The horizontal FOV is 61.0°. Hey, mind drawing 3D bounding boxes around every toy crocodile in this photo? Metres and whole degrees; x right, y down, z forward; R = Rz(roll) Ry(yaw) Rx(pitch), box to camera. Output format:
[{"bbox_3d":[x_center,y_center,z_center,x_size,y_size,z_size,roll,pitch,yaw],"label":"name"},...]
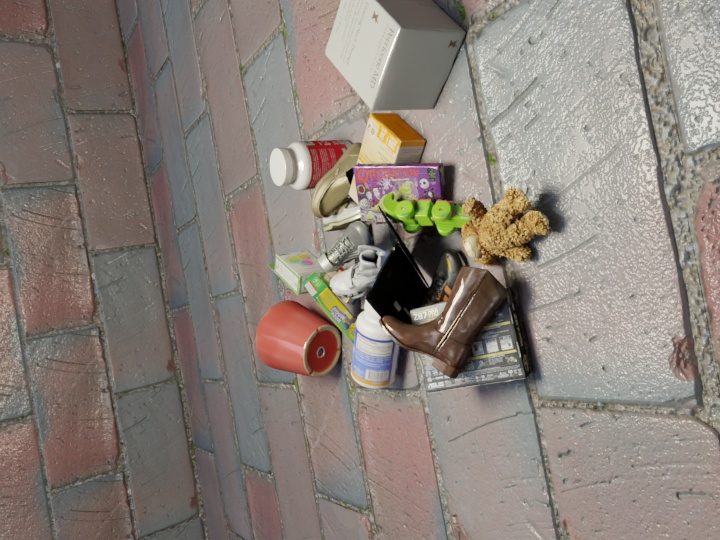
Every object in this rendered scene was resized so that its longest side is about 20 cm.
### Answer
[{"bbox_3d":[0.132,-0.113,1.190,0.196,0.068,0.063,6,65,29],"label":"toy crocodile"}]

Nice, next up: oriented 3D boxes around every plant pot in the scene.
[{"bbox_3d":[-0.159,0.198,1.673,0.175,0.198,0.206,15,111,43],"label":"plant pot"}]

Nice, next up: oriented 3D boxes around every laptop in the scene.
[{"bbox_3d":[0.061,0.007,1.230,0.102,0.178,0.202,14,66,40],"label":"laptop"}]

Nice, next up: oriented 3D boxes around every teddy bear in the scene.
[{"bbox_3d":[0.239,-0.068,1.062,0.198,0.067,0.146,-11,125,50],"label":"teddy bear"}]

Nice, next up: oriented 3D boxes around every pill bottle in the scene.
[{"bbox_3d":[-0.112,-0.252,1.464,0.111,0.197,0.115,19,114,52],"label":"pill bottle"},{"bbox_3d":[0.040,0.158,1.412,0.112,0.110,0.205,34,125,48],"label":"pill bottle"}]

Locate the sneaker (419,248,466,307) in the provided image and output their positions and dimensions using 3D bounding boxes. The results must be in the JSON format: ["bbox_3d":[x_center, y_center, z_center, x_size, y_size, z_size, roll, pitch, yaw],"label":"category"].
[{"bbox_3d":[0.158,0.059,1.223,0.070,0.088,0.205,29,121,50],"label":"sneaker"}]

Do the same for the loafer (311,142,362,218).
[{"bbox_3d":[-0.043,-0.203,1.423,0.202,0.075,0.067,-56,46,10],"label":"loafer"}]

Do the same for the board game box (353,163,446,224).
[{"bbox_3d":[0.081,-0.158,1.254,0.196,0.032,0.123,5,112,31],"label":"board game box"}]

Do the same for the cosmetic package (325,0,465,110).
[{"bbox_3d":[0.062,-0.438,1.180,0.201,0.163,0.169,56,139,31],"label":"cosmetic package"}]

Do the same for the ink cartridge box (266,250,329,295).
[{"bbox_3d":[-0.174,-0.008,1.709,0.199,0.102,0.061,37,127,47],"label":"ink cartridge box"}]

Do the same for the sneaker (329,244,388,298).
[{"bbox_3d":[0.000,0.000,1.347,0.196,0.115,0.077,-10,59,28],"label":"sneaker"}]

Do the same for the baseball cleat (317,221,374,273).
[{"bbox_3d":[-0.038,-0.041,1.380,0.070,0.106,0.200,51,156,6],"label":"baseball cleat"}]

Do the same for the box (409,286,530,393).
[{"bbox_3d":[0.200,0.132,1.138,0.196,0.049,0.165,-16,86,28],"label":"box"}]

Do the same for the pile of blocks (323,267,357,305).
[{"bbox_3d":[-0.029,0.033,1.509,0.063,0.081,0.200,-54,19,4],"label":"pile of blocks"}]

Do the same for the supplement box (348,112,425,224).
[{"bbox_3d":[0.053,-0.221,1.331,0.126,0.072,0.203,49,136,38],"label":"supplement box"}]

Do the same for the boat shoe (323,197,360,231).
[{"bbox_3d":[-0.033,-0.144,1.483,0.198,0.074,0.070,-11,86,52],"label":"boat shoe"}]

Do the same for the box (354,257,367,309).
[{"bbox_3d":[0.007,-0.010,1.475,0.039,0.040,0.205,-161,63,-83],"label":"box"}]

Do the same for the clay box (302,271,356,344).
[{"bbox_3d":[-0.054,0.103,1.484,0.201,0.047,0.115,52,176,-27],"label":"clay box"}]

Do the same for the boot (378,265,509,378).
[{"bbox_3d":[0.148,0.063,1.103,0.184,0.064,0.203,31,107,13],"label":"boot"}]
